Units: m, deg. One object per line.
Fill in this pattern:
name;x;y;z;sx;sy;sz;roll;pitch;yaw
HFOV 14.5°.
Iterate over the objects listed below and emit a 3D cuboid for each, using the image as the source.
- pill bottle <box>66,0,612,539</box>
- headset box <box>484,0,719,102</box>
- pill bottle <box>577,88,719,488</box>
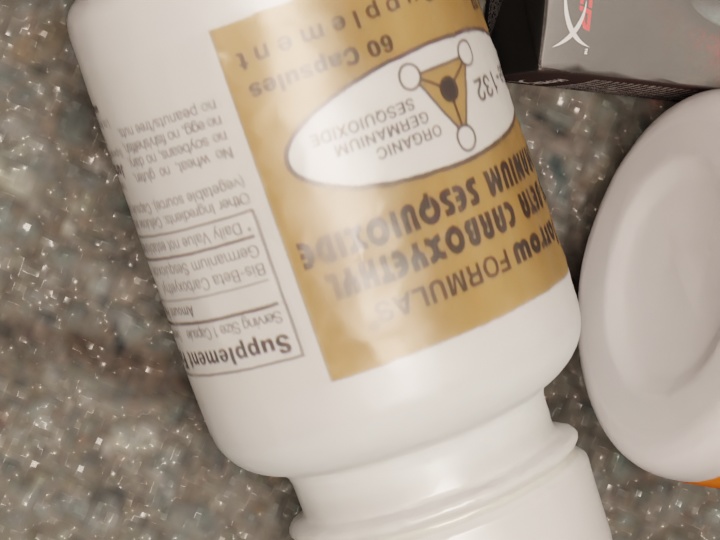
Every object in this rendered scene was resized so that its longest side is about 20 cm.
pill bottle;0.000;0.000;0.812;0.114;0.114;0.201;-20;97;-10
headset box;0.145;-0.121;0.857;0.199;0.075;0.150;6;91;-12
pill bottle;0.174;0.018;0.842;0.199;0.113;0.114;10;91;-27
